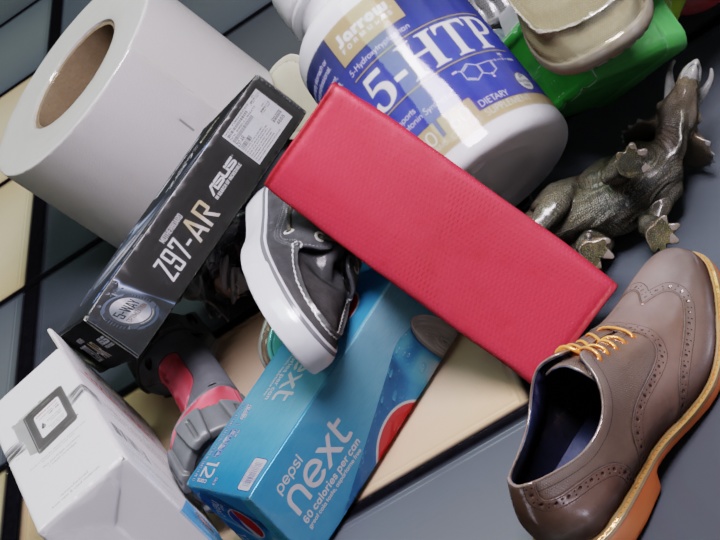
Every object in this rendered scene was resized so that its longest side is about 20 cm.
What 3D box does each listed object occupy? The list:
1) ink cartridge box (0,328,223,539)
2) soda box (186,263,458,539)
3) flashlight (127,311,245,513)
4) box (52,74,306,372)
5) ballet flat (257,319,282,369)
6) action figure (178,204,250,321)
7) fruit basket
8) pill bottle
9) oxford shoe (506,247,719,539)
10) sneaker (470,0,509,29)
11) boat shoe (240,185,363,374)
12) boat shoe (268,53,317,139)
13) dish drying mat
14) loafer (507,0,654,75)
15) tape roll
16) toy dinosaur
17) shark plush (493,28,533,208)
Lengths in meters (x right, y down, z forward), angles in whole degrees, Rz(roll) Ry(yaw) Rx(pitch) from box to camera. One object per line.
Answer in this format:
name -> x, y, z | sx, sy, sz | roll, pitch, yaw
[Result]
ink cartridge box -> -0.165, 0.128, 0.885 | 0.067, 0.116, 0.200 | -42, 31, -5
soda box -> -0.014, 0.073, 0.846 | 0.064, 0.068, 0.200 | 2, 49, 49
flashlight -> -0.114, 0.089, 0.935 | 0.200, 0.067, 0.068 | 39, 117, 60
box -> -0.127, -0.027, 0.955 | 0.200, 0.043, 0.160 | -57, 12, -16
ballet flat -> 0.000, 0.000, 0.946 | 0.200, 0.067, 0.064 | -51, 6, -18
action figure -> -0.068, -0.037, 1.044 | 0.200, 0.069, 0.130 | -34, 37, 12
fruit basket -> 0.184, -0.186, 0.907 | 0.200, 0.094, 0.185 | -41, 0, -16
pill bottle -> 0.030, -0.128, 0.899 | 0.120, 0.120, 0.200 | -37, 69, 2
oxford shoe -> 0.134, 0.054, 0.716 | 0.071, 0.073, 0.200 | -5, 44, 42
sneaker -> 0.080, -0.206, 1.129 | 0.200, 0.075, 0.082 | -13, 2, 45
boat shoe -> -0.026, -0.011, 0.845 | 0.066, 0.070, 0.200 | -36, 22, 11
boat shoe -> -0.017, -0.149, 1.140 | 0.059, 0.072, 0.200 | -5, -3, -32
dish drying mat -> 0.045, -0.021, 0.799 | 0.077, 0.200, 0.018 | -54, -2, 4
loafer -> 0.105, -0.183, 0.794 | 0.076, 0.068, 0.200 | -33, 37, 13
tape roll -> -0.188, -0.127, 1.172 | 0.202, 0.139, 0.203 | -35, 35, 30
toy dinosaur -> 0.143, -0.039, 0.842 | 0.200, 0.077, 0.102 | -38, 3, 18
shark plush -> 0.090, -0.120, 0.996 | 0.083, 0.091, 0.200 | -6, 28, -6
